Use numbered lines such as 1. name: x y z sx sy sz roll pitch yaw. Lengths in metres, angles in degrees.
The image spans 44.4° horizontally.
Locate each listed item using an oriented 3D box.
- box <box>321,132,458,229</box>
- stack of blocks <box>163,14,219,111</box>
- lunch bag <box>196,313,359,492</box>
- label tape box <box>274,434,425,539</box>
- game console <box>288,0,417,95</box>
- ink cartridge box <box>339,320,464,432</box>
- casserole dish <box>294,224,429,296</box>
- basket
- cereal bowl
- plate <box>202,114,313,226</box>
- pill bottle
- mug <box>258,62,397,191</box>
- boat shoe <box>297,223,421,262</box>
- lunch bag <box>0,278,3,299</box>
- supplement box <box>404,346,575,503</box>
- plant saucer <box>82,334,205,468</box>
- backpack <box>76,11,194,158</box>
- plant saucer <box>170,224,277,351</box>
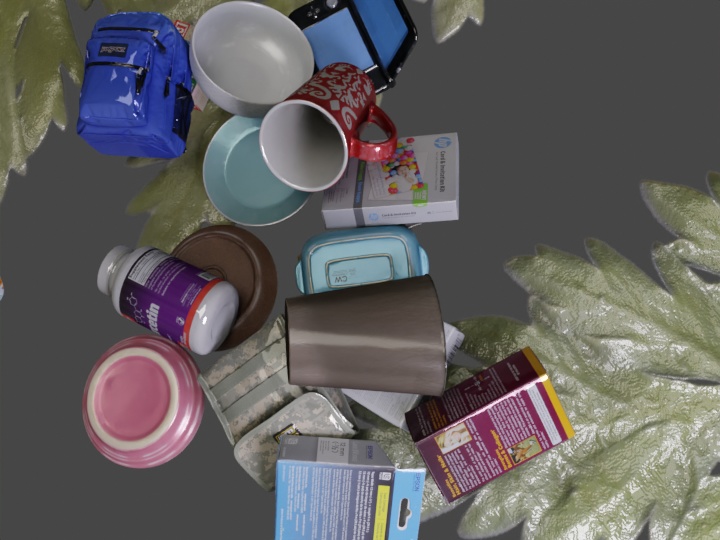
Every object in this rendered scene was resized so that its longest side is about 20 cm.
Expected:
1. box: 0.047 -0.134 1.313 0.196 0.042 0.157 -3 46 10
2. stack of blocks: -0.310 -0.303 1.449 0.114 0.059 0.202 22 82 15
3. lunch bag: -0.112 0.193 1.259 0.163 0.117 0.202 -35 74 11
4. label tape box: -0.017 0.307 1.204 0.196 0.066 0.146 3 114 -2
5. game console: -0.018 -0.381 1.381 0.174 0.116 0.202 -25 73 4
6. ink cartridge box: 0.032 0.119 1.300 0.198 0.057 0.164 26 83 37
7. casserole dish: 0.000 0.000 1.270 0.196 0.039 0.123 -7 90 6
8. basket: 0.000 0.088 1.168 0.196 0.137 0.182 -1 44 -7
9. cereal bowl: -0.175 -0.319 1.390 0.197 0.083 0.203 9 60 -17
10. plate: -0.155 -0.164 1.404 0.196 0.026 0.204 -2 77 10
11. pill bottle: -0.285 0.037 1.302 0.198 0.112 0.114 23 82 16
12. mug: -0.036 -0.208 1.299 0.176 0.201 0.134 35 125 -5
13. boat shoe: 0.005 -0.034 1.324 0.197 0.073 0.066 -22 94 5
14. lunch bag: -0.683 -0.006 1.446 0.159 0.076 0.201 -34 74 -1
15. supplement box: 0.173 0.208 1.195 0.198 0.086 0.111 -28 111 3
16. plant saucer: -0.336 0.196 1.340 0.197 0.051 0.204 -3 77 11
17. backpack: -0.336 -0.291 1.336 0.160 0.168 0.204 6 77 5
18. plant saucer: -0.227 0.023 1.369 0.197 0.034 0.204 -2 77 10
